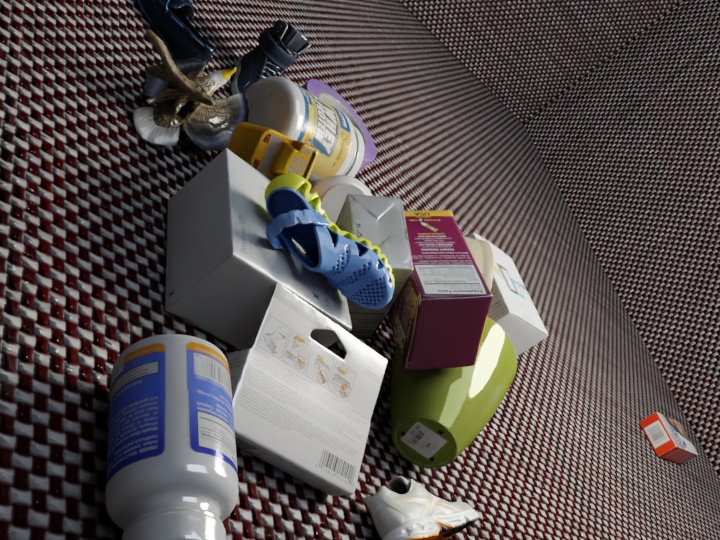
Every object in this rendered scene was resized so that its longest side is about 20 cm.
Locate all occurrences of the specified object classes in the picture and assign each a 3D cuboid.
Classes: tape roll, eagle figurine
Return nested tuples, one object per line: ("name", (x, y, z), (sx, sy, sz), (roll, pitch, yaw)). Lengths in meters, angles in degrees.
("tape roll", (-0.058, -0.279, 1.616), (0.200, 0.066, 0.200), (43, 25, -25))
("eagle figurine", (-0.240, -0.250, 1.178), (0.200, 0.151, 0.152), (-150, -120, -84))

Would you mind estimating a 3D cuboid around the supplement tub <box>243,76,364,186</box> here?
("supplement tub", (-0.099, -0.219, 1.347), (0.200, 0.145, 0.145), (18, 41, -53))

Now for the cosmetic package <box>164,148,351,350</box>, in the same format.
("cosmetic package", (-0.130, -0.010, 1.025), (0.200, 0.123, 0.200), (33, 30, -36))

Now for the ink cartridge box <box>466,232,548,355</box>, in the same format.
("ink cartridge box", (0.234, 0.063, 1.578), (0.146, 0.147, 0.200), (29, 32, -43))

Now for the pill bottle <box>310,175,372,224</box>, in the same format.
("pill bottle", (-0.035, -0.091, 1.246), (0.104, 0.104, 0.200), (50, -4, -7))

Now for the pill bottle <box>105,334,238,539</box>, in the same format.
("pill bottle", (-0.166, 0.165, 0.721), (0.112, 0.112, 0.200), (34, 30, -38))

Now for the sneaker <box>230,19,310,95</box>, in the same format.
("sneaker", (-0.155, -0.356, 1.439), (0.077, 0.146, 0.203), (36, 30, -38))

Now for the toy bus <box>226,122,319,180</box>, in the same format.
("toy bus", (-0.125, -0.160, 1.136), (0.078, 0.065, 0.200), (23, 4, -24))

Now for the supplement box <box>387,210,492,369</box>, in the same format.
("supplement box", (0.096, 0.022, 1.137), (0.103, 0.131, 0.200), (-1, 39, -13))

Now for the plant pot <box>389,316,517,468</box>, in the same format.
("plant pot", (0.116, 0.182, 1.180), (0.187, 0.187, 0.200), (48, 36, -12))

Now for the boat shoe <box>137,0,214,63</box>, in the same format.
("boat shoe", (-0.299, -0.416, 1.345), (0.200, 0.069, 0.084), (55, 23, 5))

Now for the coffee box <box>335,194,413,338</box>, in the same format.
("coffee box", (0.000, 0.000, 1.128), (0.080, 0.200, 0.115), (3, 59, -16))

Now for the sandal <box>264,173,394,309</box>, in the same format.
("sandal", (-0.043, -0.020, 0.961), (0.200, 0.079, 0.087), (40, 29, -11))

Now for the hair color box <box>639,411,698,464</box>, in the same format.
("hair color box", (0.875, 0.477, 2.315), (0.200, 0.064, 0.111), (26, 34, -49))

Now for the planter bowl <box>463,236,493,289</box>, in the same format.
("planter bowl", (0.123, 0.025, 1.402), (0.135, 0.200, 0.200), (17, 33, -11))

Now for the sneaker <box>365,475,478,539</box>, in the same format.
("sneaker", (0.080, 0.303, 1.046), (0.200, 0.076, 0.092), (16, 38, -57))

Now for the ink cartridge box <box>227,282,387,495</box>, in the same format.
("ink cartridge box", (-0.066, 0.140, 0.941), (0.200, 0.045, 0.176), (38, 54, -33))
